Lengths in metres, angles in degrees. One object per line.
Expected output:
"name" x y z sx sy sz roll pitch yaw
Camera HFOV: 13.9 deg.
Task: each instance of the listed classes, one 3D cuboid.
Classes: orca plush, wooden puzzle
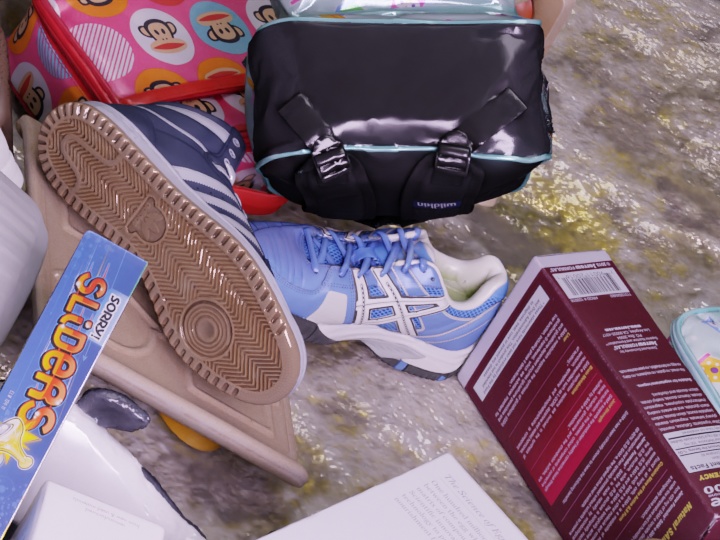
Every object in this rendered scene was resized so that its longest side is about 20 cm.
"orca plush" -0.133 0.110 1.525 0.199 0.106 0.071 18 5 -17
"wooden puzzle" -0.118 0.023 1.622 0.185 0.046 0.200 32 27 -33

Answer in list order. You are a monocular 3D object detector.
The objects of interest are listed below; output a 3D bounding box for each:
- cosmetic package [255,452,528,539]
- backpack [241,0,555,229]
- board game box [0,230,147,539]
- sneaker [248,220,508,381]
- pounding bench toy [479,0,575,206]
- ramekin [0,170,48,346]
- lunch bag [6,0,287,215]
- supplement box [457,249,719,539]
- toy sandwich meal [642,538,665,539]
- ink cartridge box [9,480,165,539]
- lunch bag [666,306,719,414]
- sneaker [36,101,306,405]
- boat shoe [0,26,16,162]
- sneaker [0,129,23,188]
"cosmetic package" 0.021 0.223 1.455 0.200 0.123 0.199 -20 59 -44
"backpack" 0.021 -0.101 1.685 0.175 0.200 0.154 -4 76 0
"board game box" -0.166 0.086 1.396 0.034 0.135 0.201 28 78 -4
"sneaker" 0.000 0.000 1.702 0.199 0.077 0.076 16 39 -40
"pounding bench toy" 0.062 -0.133 1.886 0.200 0.124 0.156 46 39 19
"ramekin" -0.236 0.020 1.462 0.094 0.202 0.203 34 36 -15
"lunch bag" -0.102 -0.106 1.788 0.199 0.082 0.176 -14 60 -44
"supplement box" 0.147 0.097 1.695 0.061 0.109 0.200 -5 50 -38
"toy sandwich meal" 0.192 0.220 1.554 0.205 0.205 0.070 39 76 10
"ink cartridge box" -0.155 0.209 1.355 0.067 0.117 0.200 25 37 -11
"lunch bag" 0.265 0.111 1.784 0.160 0.077 0.200 1 46 -33
"sneaker" -0.081 -0.017 1.603 0.200 0.070 0.108 50 24 13
"boat shoe" -0.233 -0.073 1.666 0.074 0.075 0.203 -3 40 -8
"sneaker" -0.275 -0.082 1.579 0.199 0.100 0.075 5 40 22
